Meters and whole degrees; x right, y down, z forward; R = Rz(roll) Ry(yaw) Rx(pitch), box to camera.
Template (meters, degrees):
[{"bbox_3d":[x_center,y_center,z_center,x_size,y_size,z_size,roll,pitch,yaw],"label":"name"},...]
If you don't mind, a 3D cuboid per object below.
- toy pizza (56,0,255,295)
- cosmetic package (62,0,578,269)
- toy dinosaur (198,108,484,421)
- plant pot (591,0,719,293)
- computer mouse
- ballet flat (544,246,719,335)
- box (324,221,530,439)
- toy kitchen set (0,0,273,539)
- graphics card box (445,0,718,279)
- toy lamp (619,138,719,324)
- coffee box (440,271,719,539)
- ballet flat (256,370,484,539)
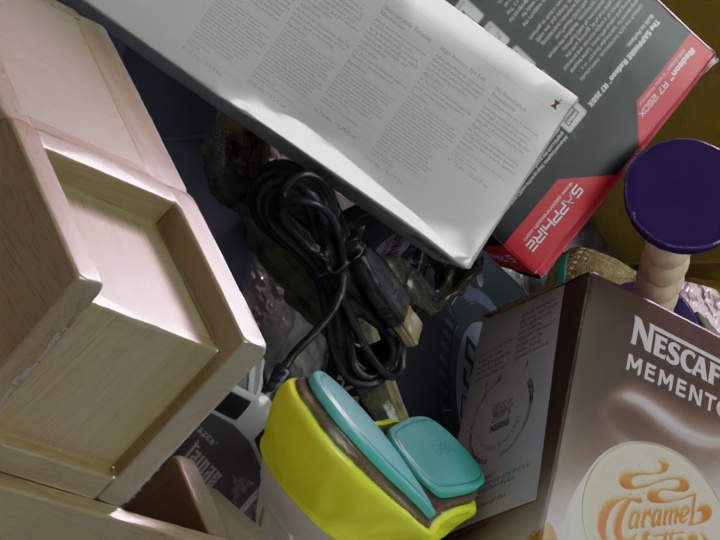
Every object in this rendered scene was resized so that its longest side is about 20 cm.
[{"bbox_3d":[-0.112,-0.048,0.886,0.200,0.032,0.200,18,67,-49],"label":"toy pizza"},{"bbox_3d":[-0.021,-0.090,0.866,0.200,0.051,0.083,35,87,-15],"label":"cosmetic package"},{"bbox_3d":[0.000,0.000,0.951,0.088,0.047,0.200,-45,110,-38],"label":"toy dinosaur"},{"bbox_3d":[0.215,-0.091,1.188,0.194,0.195,0.200,12,81,-49],"label":"plant pot"},{"bbox_3d":[-0.064,0.060,0.869,0.200,0.044,0.110,-48,132,-13],"label":"computer mouse"},{"bbox_3d":[0.162,0.042,1.179,0.200,0.070,0.065,36,40,-45],"label":"ballet flat"},{"bbox_3d":[0.058,0.091,1.052,0.200,0.044,0.160,41,52,-38],"label":"box"},{"bbox_3d":[-0.120,0.039,0.785,0.163,0.200,0.180,24,27,-43],"label":"toy kitchen set"},{"bbox_3d":[0.034,-0.107,0.930,0.200,0.051,0.125,40,84,-16],"label":"graphics card box"},{"bbox_3d":[0.134,0.008,1.007,0.200,0.058,0.058,95,4,-66],"label":"toy lamp"},{"bbox_3d":[0.099,0.117,0.946,0.114,0.080,0.200,26,61,-24],"label":"coffee box"},{"bbox_3d":[-0.003,0.085,0.843,0.067,0.067,0.200,51,6,16],"label":"ballet flat"}]
